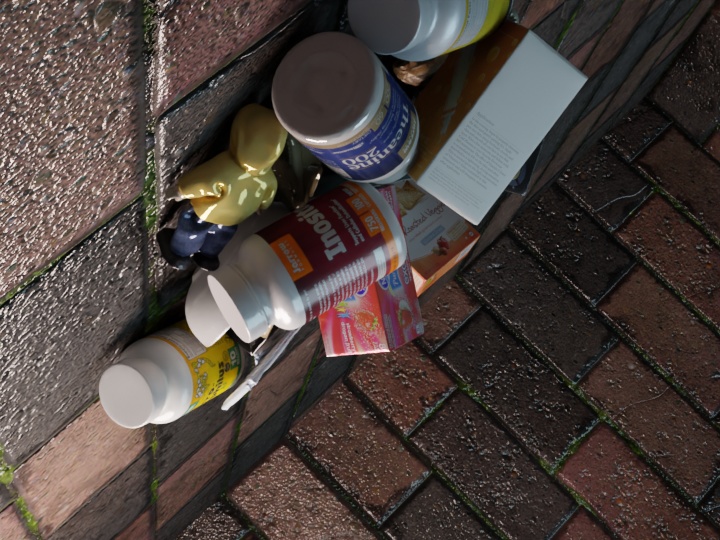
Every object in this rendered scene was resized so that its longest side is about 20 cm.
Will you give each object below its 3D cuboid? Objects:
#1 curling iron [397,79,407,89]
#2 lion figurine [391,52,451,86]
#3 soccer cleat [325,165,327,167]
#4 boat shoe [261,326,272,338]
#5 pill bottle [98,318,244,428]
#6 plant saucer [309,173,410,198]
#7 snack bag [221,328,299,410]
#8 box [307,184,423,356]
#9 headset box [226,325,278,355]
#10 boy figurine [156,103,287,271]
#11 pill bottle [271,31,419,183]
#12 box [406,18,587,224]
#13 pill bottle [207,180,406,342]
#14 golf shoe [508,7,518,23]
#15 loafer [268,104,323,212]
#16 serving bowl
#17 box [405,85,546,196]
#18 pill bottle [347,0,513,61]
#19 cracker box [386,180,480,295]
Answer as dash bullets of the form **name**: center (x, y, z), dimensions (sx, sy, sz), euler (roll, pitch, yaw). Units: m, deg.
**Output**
- **curling iron**: center (0.022, -0.196, 1.546), dimensions (0.050, 0.026, 0.200), euler (-32, 165, -31)
- **lion figurine**: center (0.098, -0.266, 1.464), dimensions (0.122, 0.073, 0.200), euler (-37, 175, 3)
- **soccer cleat**: center (-0.018, -0.154, 1.426), dimensions (0.086, 0.070, 0.200), euler (-47, 170, 14)
- **boat shoe**: center (-0.085, 0.013, 1.421), dimensions (0.200, 0.069, 0.074), euler (-44, -166, 40)
- **pill bottle**: center (-0.244, 0.131, 1.512), dimensions (0.113, 0.113, 0.200), euler (-50, 169, 26)
- **plant saucer**: center (0.015, -0.124, 1.541), dimensions (0.199, 0.028, 0.200), euler (-10, -175, 1)
- **snack bag**: center (-0.113, 0.097, 1.567), dimensions (0.200, 0.021, 0.189), euler (-52, -176, -25)
- **box**: center (0.000, 0.000, 1.474), dimensions (0.099, 0.201, 0.095), euler (-7, -171, 33)
- **headset box**: center (-0.097, 0.001, 1.586), dimensions (0.149, 0.077, 0.200), euler (-46, -174, 34)
- **boy figurine**: center (-0.141, -0.085, 1.203), dimensions (0.124, 0.065, 0.200), euler (1, 135, -41)
- **pill bottle**: center (-0.004, -0.153, 1.178), dimensions (0.111, 0.111, 0.200), euler (-46, 159, 4)
- **box**: center (0.134, -0.173, 1.297), dimensions (0.200, 0.097, 0.124), euler (-53, -152, 8)
- **pill bottle**: center (-0.059, -0.008, 1.267), dimensions (0.200, 0.113, 0.113), euler (-31, 166, -18)
- **golf shoe**: center (0.170, -0.319, 1.611), dimensions (0.097, 0.078, 0.200), euler (-63, -177, -29)
- **loafer**: center (-0.071, -0.127, 1.293), dimensions (0.067, 0.076, 0.200), euler (-43, 168, -17)
- **serving bowl**: center (-0.150, -0.008, 1.402), dimensions (0.200, 0.066, 0.200), euler (-50, -170, 13)
- **box**: center (0.129, -0.172, 1.474), dimensions (0.200, 0.163, 0.086), euler (-101, -152, -75)
- **pill bottle**: center (0.070, -0.274, 1.182), dimensions (0.112, 0.112, 0.200), euler (-52, 168, 34)
- **cracker box**: center (0.054, -0.073, 1.675), dimensions (0.134, 0.200, 0.058), euler (-39, 167, -36)
